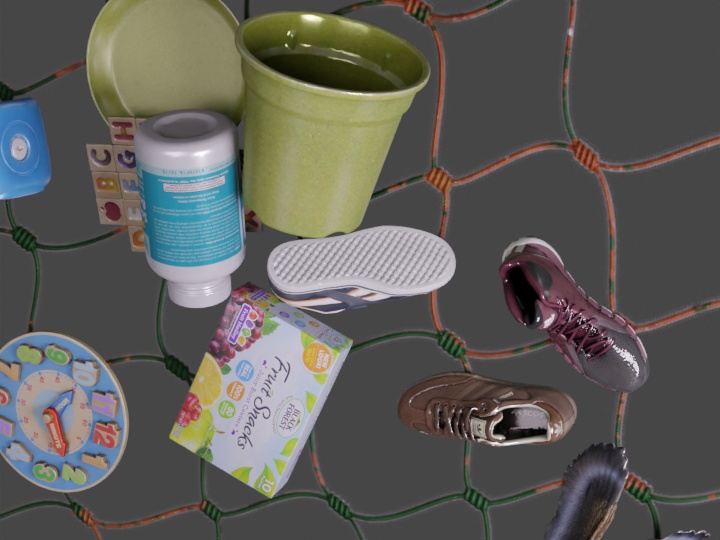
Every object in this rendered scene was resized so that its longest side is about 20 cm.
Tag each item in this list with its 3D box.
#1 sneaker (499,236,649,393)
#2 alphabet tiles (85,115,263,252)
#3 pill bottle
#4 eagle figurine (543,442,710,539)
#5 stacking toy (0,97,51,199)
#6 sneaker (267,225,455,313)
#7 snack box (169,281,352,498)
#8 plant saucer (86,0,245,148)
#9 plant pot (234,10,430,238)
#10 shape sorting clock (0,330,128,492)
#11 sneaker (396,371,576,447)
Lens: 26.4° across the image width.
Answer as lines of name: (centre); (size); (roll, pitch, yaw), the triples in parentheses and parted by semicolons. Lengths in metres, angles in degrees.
sneaker: (0.207, 0.060, 1.561); (0.200, 0.115, 0.076); (46, 113, 4)
alphabet tiles: (-0.207, -0.092, 1.705); (0.199, 0.006, 0.167); (4, 119, 17)
pill bottle: (-0.180, -0.063, 1.641); (0.110, 0.111, 0.201); (8, 119, 17)
eagle figurine: (0.250, 0.303, 1.619); (0.200, 0.151, 0.152); (-47, 129, -6)
stacking toy: (-0.464, -0.132, 1.768); (0.199, 0.116, 0.110); (-3, 100, 32)
sneaker: (0.000, 0.000, 1.646); (0.199, 0.079, 0.079); (-1, 68, -3)
snack box: (-0.113, 0.135, 1.727); (0.142, 0.053, 0.200); (28, 111, 9)
plant saucer: (-0.205, -0.222, 1.682); (0.199, 0.031, 0.201); (5, 105, 17)
plant pot: (-0.045, -0.142, 1.573); (0.200, 0.200, 0.185); (21, 121, 13)
shape sorting clock: (-0.366, 0.170, 1.831); (0.199, 0.039, 0.201); (4, 105, 17)
sneaker: (0.127, 0.151, 1.634); (0.199, 0.076, 0.071); (-2, 103, 19)
